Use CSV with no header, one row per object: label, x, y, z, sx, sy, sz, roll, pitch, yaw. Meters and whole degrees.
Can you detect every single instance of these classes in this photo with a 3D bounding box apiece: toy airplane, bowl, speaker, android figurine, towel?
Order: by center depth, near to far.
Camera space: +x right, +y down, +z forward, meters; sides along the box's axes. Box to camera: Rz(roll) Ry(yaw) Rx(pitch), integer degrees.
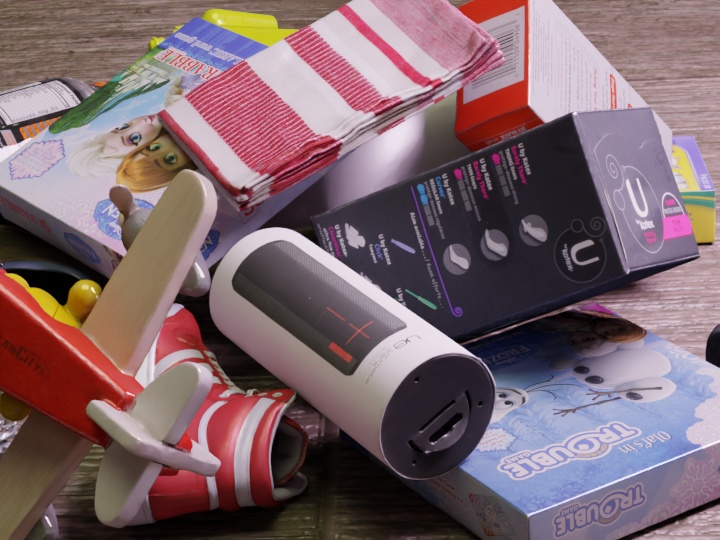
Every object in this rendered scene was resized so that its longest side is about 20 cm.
toy airplane,-0.155,0.058,1.231,0.200,0.200,0.141,-14,-9,14
speaker,-0.007,0.046,1.298,0.081,0.081,0.200,-16,31,-28
towel,-0.023,-0.122,1.426,0.200,0.023,0.144,-31,37,-10
bowl,0.003,-0.089,1.578,0.200,0.075,0.200,-24,7,-26
android figurine,-0.078,-0.172,1.845,0.200,0.041,0.182,2,25,-29

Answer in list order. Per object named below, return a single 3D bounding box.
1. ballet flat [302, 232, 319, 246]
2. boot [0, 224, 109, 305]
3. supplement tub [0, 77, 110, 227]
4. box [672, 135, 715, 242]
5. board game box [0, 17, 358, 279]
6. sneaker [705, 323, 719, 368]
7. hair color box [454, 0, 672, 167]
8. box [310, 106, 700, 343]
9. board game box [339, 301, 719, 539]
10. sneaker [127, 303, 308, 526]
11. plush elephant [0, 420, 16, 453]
ballet flat,0.000,0.000,1.539,0.200,0.074,0.074,-20,29,-29
boot,-0.243,0.005,1.484,0.200,0.075,0.097,7,-2,14
supplement tub,-0.258,-0.072,1.638,0.200,0.123,0.122,-18,28,-32
box,0.159,-0.059,1.657,0.200,0.048,0.117,-4,24,1
board game box,-0.122,-0.079,1.478,0.199,0.041,0.200,-40,39,-21
sneaker,0.295,0.064,1.338,0.083,0.072,0.200,-15,27,-28
hair color box,0.142,-0.094,1.505,0.064,0.200,0.111,-20,50,31
box,0.091,-0.020,1.383,0.200,0.106,0.122,-21,-5,31
board game box,0.122,0.093,1.326,0.200,0.043,0.199,-17,28,-29
sneaker,-0.084,0.083,1.338,0.112,0.071,0.200,-5,32,5
plush elephant,-0.301,0.055,1.317,0.200,0.155,0.165,1,24,9
